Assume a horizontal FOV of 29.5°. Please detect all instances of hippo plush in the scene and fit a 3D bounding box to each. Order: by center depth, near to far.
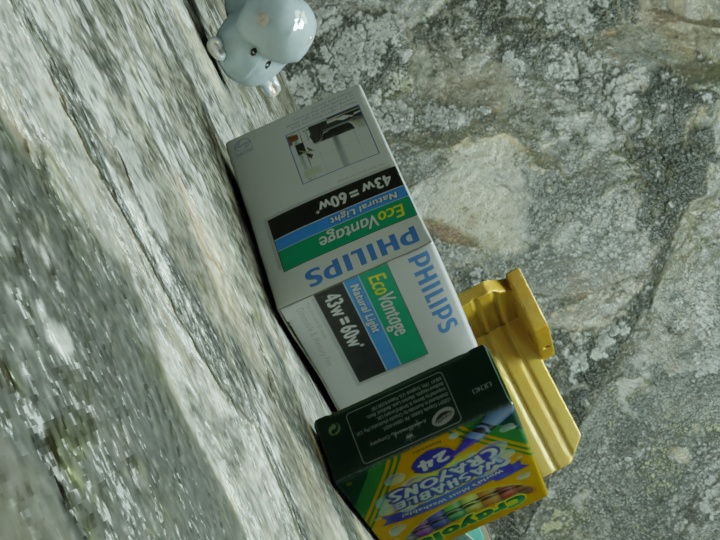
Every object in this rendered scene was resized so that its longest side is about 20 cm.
[{"bbox_3d":[-0.119,-0.281,1.425,0.159,0.199,0.162,37,45,-32],"label":"hippo plush"}]

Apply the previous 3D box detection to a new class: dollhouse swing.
[{"bbox_3d":[0.123,0.139,1.436,0.177,0.199,0.182,64,2,21],"label":"dollhouse swing"}]

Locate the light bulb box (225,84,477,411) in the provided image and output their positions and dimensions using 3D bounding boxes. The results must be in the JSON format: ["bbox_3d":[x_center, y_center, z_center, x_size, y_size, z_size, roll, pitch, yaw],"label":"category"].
[{"bbox_3d":[0.000,0.000,1.089,0.201,0.124,0.199,-111,177,-45],"label":"light bulb box"}]

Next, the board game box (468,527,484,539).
[{"bbox_3d":[0.080,0.216,1.649,0.201,0.045,0.153,-112,177,-50],"label":"board game box"}]

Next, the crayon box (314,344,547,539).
[{"bbox_3d":[0.058,0.139,0.957,0.200,0.125,0.052,61,5,-58],"label":"crayon box"}]

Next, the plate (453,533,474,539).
[{"bbox_3d":[0.109,0.263,1.229,0.200,0.026,0.200,40,-6,5],"label":"plate"}]
